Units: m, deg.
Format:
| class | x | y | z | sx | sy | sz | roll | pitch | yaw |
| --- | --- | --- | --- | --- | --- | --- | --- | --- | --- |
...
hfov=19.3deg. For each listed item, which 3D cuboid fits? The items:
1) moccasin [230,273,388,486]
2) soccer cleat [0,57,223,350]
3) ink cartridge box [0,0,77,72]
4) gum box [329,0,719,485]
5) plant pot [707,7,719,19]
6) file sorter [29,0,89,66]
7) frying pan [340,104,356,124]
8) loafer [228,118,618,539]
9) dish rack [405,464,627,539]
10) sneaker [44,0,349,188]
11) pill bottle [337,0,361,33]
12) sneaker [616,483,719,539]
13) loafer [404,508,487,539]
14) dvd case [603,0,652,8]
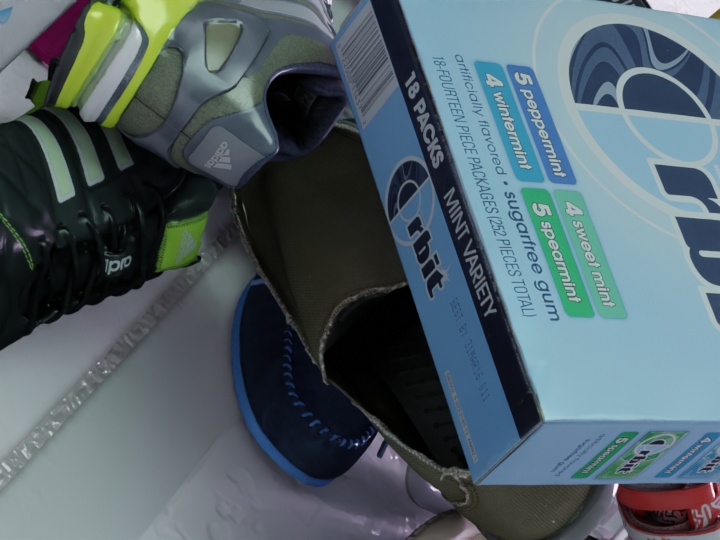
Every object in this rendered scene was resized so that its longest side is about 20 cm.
| class | x | y | z | sx | sy | sz | roll | pitch | yaw |
| --- | --- | --- | --- | --- | --- | --- | --- | --- | --- |
| moccasin | 0.000 | 0.000 | 0.841 | 0.080 | 0.068 | 0.200 | 42 | 32 | -21 |
| soccer cleat | -0.095 | -0.017 | 0.703 | 0.081 | 0.068 | 0.200 | 21 | 29 | 3 |
| ink cartridge box | -0.131 | -0.155 | 0.675 | 0.145 | 0.200 | 0.088 | 41 | 30 | -23 |
| gum box | 0.103 | -0.012 | 0.716 | 0.199 | 0.045 | 0.170 | 2 | 56 | -33 |
| plant pot | 0.253 | -0.055 | 1.091 | 0.200 | 0.200 | 0.176 | 51 | -2 | -3 |
| file sorter | -0.131 | -0.213 | 0.814 | 0.200 | 0.139 | 0.126 | 44 | 26 | -17 |
| frying pan | -0.014 | -0.081 | 0.898 | 0.115 | 0.031 | 0.190 | 17 | 30 | 11 |
| loafer | 0.014 | 0.010 | 0.727 | 0.200 | 0.075 | 0.070 | 49 | 6 | 33 |
| dish rack | 0.114 | 0.042 | 0.868 | 0.200 | 0.172 | 0.044 | 27 | 20 | -47 |
| sneaker | -0.037 | -0.080 | 0.754 | 0.081 | 0.074 | 0.200 | 39 | 33 | 2 |
| pill bottle | 0.075 | -0.042 | 0.961 | 0.111 | 0.111 | 0.201 | 5 | 53 | -55 |
| sneaker | 0.117 | 0.119 | 0.801 | 0.108 | 0.067 | 0.202 | 44 | 59 | -50 |
| loafer | 0.038 | 0.125 | 0.750 | 0.068 | 0.076 | 0.200 | 52 | 26 | 11 |
| dvd case | 0.141 | -0.041 | 1.012 | 0.200 | 0.025 | 0.151 | 77 | -13 | -54 |
